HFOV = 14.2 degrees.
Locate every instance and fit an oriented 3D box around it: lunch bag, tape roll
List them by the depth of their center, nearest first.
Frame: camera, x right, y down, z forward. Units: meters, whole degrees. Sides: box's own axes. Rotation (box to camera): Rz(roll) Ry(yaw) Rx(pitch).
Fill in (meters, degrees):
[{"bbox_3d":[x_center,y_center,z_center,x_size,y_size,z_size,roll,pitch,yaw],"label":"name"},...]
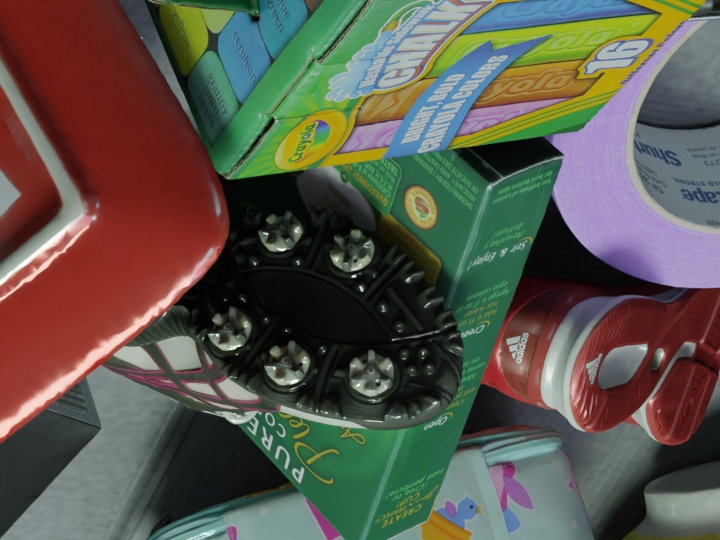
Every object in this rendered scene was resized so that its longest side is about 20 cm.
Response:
[{"bbox_3d":[0.159,-0.087,1.149,0.200,0.066,0.200,-13,137,-12],"label":"tape roll"},{"bbox_3d":[-0.004,0.130,1.257,0.200,0.077,0.160,-15,170,-5],"label":"lunch bag"}]

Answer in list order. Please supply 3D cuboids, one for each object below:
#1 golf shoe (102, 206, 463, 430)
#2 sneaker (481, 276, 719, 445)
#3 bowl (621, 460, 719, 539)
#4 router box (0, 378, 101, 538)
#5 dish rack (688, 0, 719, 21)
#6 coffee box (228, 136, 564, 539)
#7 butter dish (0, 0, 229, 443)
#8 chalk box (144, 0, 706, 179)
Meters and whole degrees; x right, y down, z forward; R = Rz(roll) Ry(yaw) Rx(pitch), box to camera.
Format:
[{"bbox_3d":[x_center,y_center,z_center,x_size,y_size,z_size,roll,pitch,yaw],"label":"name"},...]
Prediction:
[{"bbox_3d":[-0.039,0.021,1.102,0.077,0.200,0.088,-58,146,-20],"label":"golf shoe"},{"bbox_3d":[0.084,0.020,1.234,0.200,0.115,0.079,17,94,-67],"label":"sneaker"},{"bbox_3d":[0.181,0.146,1.346,0.200,0.200,0.108,-12,95,-12],"label":"bowl"},{"bbox_3d":[-0.229,0.069,1.146,0.200,0.052,0.157,23,122,-39],"label":"router box"},{"bbox_3d":[0.156,-0.187,1.015,0.153,0.055,0.201,-5,102,-10],"label":"dish rack"},{"bbox_3d":[0.000,0.000,1.125,0.044,0.123,0.200,-22,143,-38],"label":"coffee box"},{"bbox_3d":[-0.137,-0.025,1.024,0.200,0.200,0.148,-37,160,15],"label":"butter dish"},{"bbox_3d":[0.001,-0.115,0.957,0.200,0.125,0.124,-8,157,-31],"label":"chalk box"}]
